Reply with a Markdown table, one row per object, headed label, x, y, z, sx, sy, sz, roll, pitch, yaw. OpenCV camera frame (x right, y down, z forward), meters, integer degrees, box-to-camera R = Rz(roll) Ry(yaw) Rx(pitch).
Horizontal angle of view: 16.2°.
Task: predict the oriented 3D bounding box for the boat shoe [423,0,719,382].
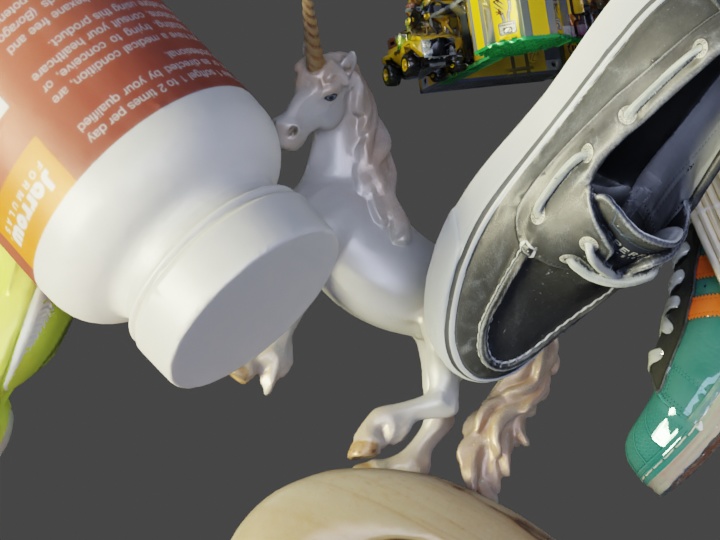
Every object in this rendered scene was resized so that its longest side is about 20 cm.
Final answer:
| label | x | y | z | sx | sy | sz | roll | pitch | yaw |
| --- | --- | --- | --- | --- | --- | --- | --- | --- | --- |
| boat shoe | 0.094 | -0.025 | 0.971 | 0.072 | 0.068 | 0.200 | 17 | 119 | -36 |

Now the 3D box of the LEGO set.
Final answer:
| label | x | y | z | sx | sy | sz | roll | pitch | yaw |
| --- | --- | --- | --- | --- | --- | --- | --- | --- | --- |
| LEGO set | 0.099 | -0.145 | 1.037 | 0.199 | 0.154 | 0.116 | -8 | 86 | -12 |

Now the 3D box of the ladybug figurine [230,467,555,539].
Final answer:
| label | x | y | z | sx | sy | sz | roll | pitch | yaw |
| --- | --- | --- | --- | --- | --- | --- | --- | --- | --- |
| ladybug figurine | 0.032 | 0.160 | 1.036 | 0.200 | 0.072 | 0.136 | 36 | 84 | -3 |

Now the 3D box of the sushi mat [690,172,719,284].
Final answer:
| label | x | y | z | sx | sy | sz | roll | pitch | yaw |
| --- | --- | --- | --- | --- | --- | --- | --- | --- | --- |
| sushi mat | 0.210 | 0.035 | 1.026 | 0.095 | 0.012 | 0.200 | -23 | 80 | -1 |

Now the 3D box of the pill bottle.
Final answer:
| label | x | y | z | sx | sy | sz | roll | pitch | yaw |
| --- | --- | --- | --- | --- | --- | --- | --- | --- | --- |
| pill bottle | -0.104 | -0.053 | 0.987 | 0.112 | 0.112 | 0.200 | -40 | 70 | -9 |

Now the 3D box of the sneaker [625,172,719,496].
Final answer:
| label | x | y | z | sx | sy | sz | roll | pitch | yaw |
| --- | --- | --- | --- | --- | --- | --- | --- | --- | --- |
| sneaker | 0.158 | -0.003 | 1.078 | 0.080 | 0.071 | 0.200 | 32 | 84 | 12 |

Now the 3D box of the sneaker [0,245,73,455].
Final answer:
| label | x | y | z | sx | sy | sz | roll | pitch | yaw |
| --- | --- | --- | --- | --- | --- | --- | --- | --- | --- |
| sneaker | -0.198 | 0.063 | 1.021 | 0.105 | 0.076 | 0.200 | 26 | 74 | 7 |

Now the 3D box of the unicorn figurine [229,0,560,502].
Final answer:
| label | x | y | z | sx | sy | sz | roll | pitch | yaw |
| --- | --- | --- | --- | --- | --- | --- | --- | --- | --- |
| unicorn figurine | 0.000 | 0.000 | 1.055 | 0.200 | 0.074 | 0.138 | 38 | 80 | -20 |
